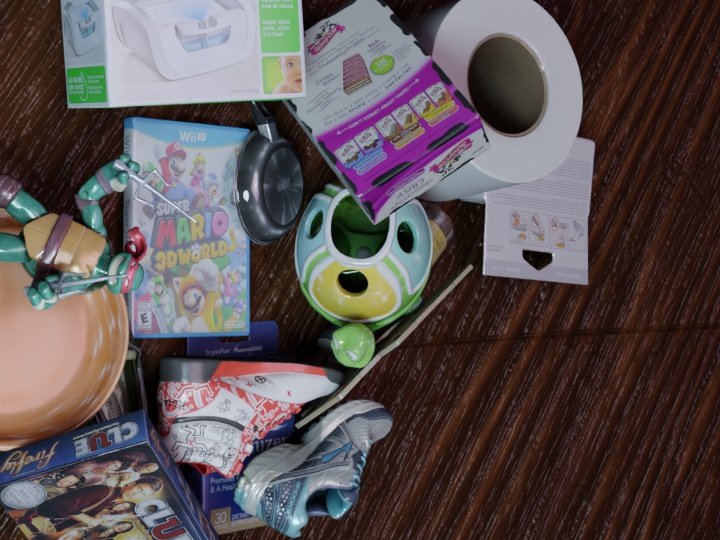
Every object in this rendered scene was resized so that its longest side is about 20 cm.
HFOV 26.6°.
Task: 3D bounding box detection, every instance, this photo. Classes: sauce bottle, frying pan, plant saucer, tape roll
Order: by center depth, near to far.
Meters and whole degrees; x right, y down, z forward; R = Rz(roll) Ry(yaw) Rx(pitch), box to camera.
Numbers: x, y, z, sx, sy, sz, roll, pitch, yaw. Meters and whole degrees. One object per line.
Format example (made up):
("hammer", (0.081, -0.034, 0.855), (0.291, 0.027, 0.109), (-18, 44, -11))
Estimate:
("plant saucer", (-0.292, 0.049, 1.257), (0.200, 0.037, 0.201), (4, 81, -26))
("frying pan", (-0.084, -0.120, 1.489), (0.115, 0.031, 0.191), (13, 81, -61))
("tape roll", (0.112, -0.180, 1.589), (0.202, 0.139, 0.203), (5, 82, -35))
("sauce bottle", (0.023, 0.013, 1.594), (0.200, 0.065, 0.065), (-51, 126, -29))

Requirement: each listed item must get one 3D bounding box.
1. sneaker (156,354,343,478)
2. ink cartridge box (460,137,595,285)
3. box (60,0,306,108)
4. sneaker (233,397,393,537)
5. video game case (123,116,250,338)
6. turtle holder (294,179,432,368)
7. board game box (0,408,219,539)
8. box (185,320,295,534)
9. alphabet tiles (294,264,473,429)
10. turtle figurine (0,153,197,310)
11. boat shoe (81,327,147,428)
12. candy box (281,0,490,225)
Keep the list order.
("sneaker", (-0.105, 0.137, 1.426), (0.201, 0.067, 0.108), (5, 89, -41))
("ink cartridge box", (0.195, -0.077, 1.774), (0.200, 0.045, 0.177), (6, 87, -45))
("box", (-0.158, -0.236, 1.351), (0.200, 0.097, 0.177), (-6, 98, -34))
("sneaker", (-0.029, 0.198, 1.480), (0.200, 0.086, 0.078), (-30, 149, -40))
("video game case", (-0.161, -0.038, 1.427), (0.143, 0.018, 0.201), (1, 88, -45))
("turtle holder", (-0.007, -0.008, 1.490), (0.186, 0.141, 0.132), (-56, 170, -12))
("board game box", (-0.211, 0.205, 1.287), (0.200, 0.135, 0.035), (69, 4, -47))
("box", (-0.117, 0.152, 1.484), (0.121, 0.032, 0.201), (-3, 94, -45))
("alphabet tiles", (0.016, 0.082, 1.526), (0.008, 0.167, 0.200), (48, 54, -3))
("turtle figurine", (-0.242, -0.024, 1.216), (0.200, 0.101, 0.150), (20, 56, -6))
("boat shoe", (-0.224, 0.073, 1.342), (0.072, 0.066, 0.201), (-21, 107, -40))
("candy box", (0.012, -0.158, 1.445), (0.136, 0.200, 0.061), (-33, 149, -2))
